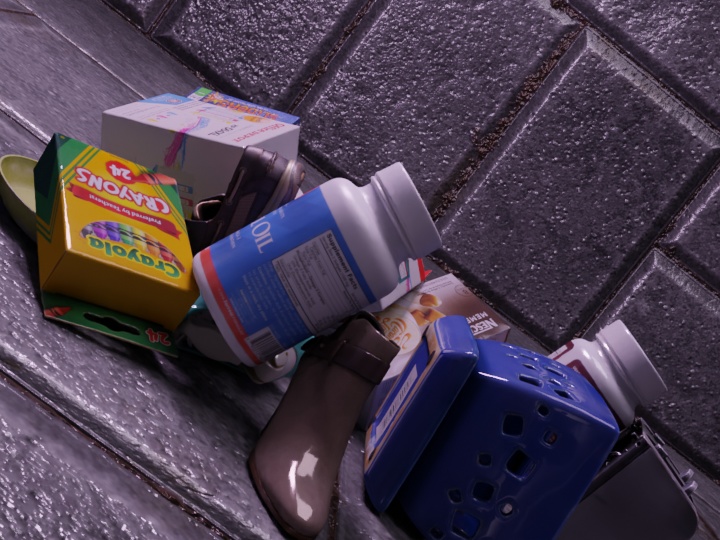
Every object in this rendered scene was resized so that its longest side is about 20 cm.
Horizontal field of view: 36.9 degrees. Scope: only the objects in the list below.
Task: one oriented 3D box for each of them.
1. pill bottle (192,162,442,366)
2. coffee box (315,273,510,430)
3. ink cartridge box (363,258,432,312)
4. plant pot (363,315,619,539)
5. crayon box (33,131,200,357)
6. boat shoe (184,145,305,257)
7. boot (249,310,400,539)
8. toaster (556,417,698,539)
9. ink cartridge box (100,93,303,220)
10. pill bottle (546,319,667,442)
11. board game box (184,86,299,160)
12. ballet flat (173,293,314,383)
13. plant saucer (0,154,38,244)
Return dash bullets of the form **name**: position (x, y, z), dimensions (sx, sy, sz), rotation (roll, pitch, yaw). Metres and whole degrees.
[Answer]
- **pill bottle**: position (-0.035, -0.010, 0.933), dimensions (0.113, 0.199, 0.112), rotation (61, 1, -1)
- **coffee box**: position (0.057, 0.089, 1.232), dimensions (0.199, 0.080, 0.114), rotation (-17, 47, -34)
- **ink cartridge box**: position (0.000, 0.000, 1.239), dimensions (0.200, 0.115, 0.068), rotation (-31, 110, -67)
- **plant pot**: position (0.111, 0.164, 1.047), dimensions (0.179, 0.201, 0.200), rotation (30, 9, -4)
- **crayon box**: position (-0.211, -0.025, 0.934), dimensions (0.126, 0.051, 0.201), rotation (21, 32, -34)
- **boat shoe**: position (-0.130, -0.040, 1.030), dimensions (0.073, 0.200, 0.075), rotation (34, 24, -10)
- **boot**: position (-0.022, 0.112, 0.881), dimensions (0.070, 0.147, 0.200), rotation (37, 9, -22)
- **toaster**: position (0.277, 0.271, 1.210), dimensions (0.119, 0.200, 0.181), rotation (51, 9, 10)
- **ink cartridge box**: position (-0.160, -0.100, 1.154), dimensions (0.198, 0.126, 0.128), rotation (15, 23, 20)
- **pill bottle**: position (0.236, 0.150, 1.220), dimensions (0.115, 0.199, 0.114), rotation (54, 8, -12)
- **board game box**: position (-0.141, -0.100, 1.260), dimensions (0.134, 0.202, 0.034), rotation (19, 36, 19)
- **ballet flat**: position (-0.113, 0.072, 1.022), dimensions (0.199, 0.067, 0.071), rotation (27, 26, -37)
- **plant saucer**: position (-0.267, -0.038, 1.038), dimensions (0.199, 0.031, 0.200), rotation (38, 10, -7)
